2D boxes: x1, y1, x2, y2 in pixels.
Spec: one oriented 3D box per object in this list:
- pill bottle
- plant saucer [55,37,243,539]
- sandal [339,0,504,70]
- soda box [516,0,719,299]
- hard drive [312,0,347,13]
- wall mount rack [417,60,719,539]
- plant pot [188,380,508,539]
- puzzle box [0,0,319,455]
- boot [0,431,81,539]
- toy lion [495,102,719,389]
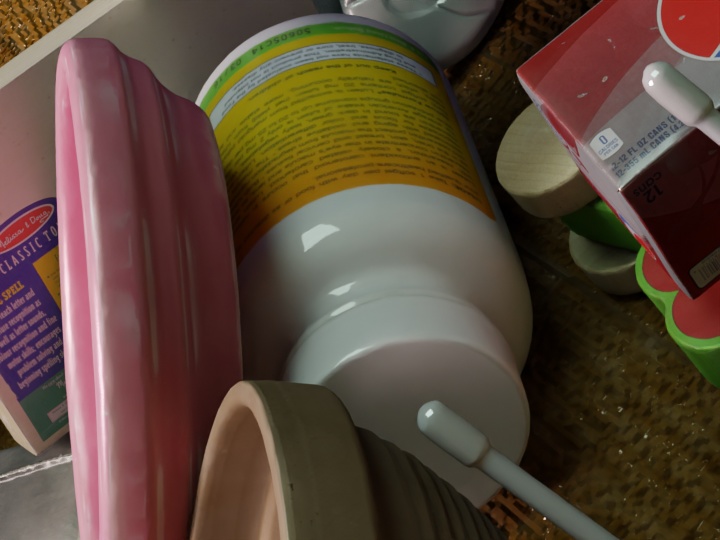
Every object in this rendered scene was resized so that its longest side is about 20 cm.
[{"bbox_3d":[0.000,0.000,0.787,0.111,0.111,0.201,-39,32,15],"label":"pill bottle"},{"bbox_3d":[-0.074,0.021,0.751,0.050,0.202,0.201,-4,33,-10],"label":"plant saucer"},{"bbox_3d":[0.032,-0.181,0.963,0.050,0.082,0.205,76,-164,-81],"label":"sandal"},{"bbox_3d":[0.150,-0.087,0.657,0.199,0.063,0.070,-38,45,3],"label":"soda box"},{"bbox_3d":[-0.042,-0.173,0.947,0.033,0.200,0.140,-13,46,42],"label":"hard drive"},{"bbox_3d":[0.123,0.041,0.581,0.173,0.075,0.201,28,77,32],"label":"wall mount rack"},{"bbox_3d":[0.006,0.134,0.611,0.201,0.092,0.203,-177,90,-77],"label":"plant pot"},{"bbox_3d":[-0.090,-0.039,0.873,0.200,0.134,0.025,-38,27,-19],"label":"puzzle box"},{"bbox_3d":[-0.153,0.088,0.925,0.199,0.072,0.183,-27,39,36],"label":"boot"},{"bbox_3d":[0.153,-0.053,0.711,0.191,0.069,0.201,17,68,49],"label":"toy lion"}]
